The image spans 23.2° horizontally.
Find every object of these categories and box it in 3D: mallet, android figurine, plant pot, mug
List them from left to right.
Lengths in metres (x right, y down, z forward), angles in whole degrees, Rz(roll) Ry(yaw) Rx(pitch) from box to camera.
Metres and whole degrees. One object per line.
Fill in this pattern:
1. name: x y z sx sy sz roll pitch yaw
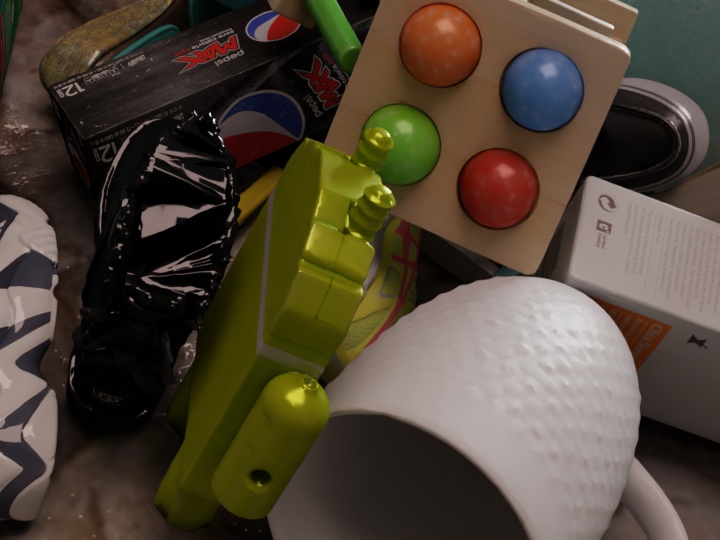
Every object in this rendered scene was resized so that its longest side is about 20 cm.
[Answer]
1. mallet: -0.069 -0.027 1.026 0.065 0.041 0.200 22 45 16
2. android figurine: -0.038 0.023 0.802 0.041 0.201 0.183 23 31 -16
3. mug: 0.078 0.102 0.853 0.200 0.148 0.175 43 42 3
4. plant pot: 0.199 -0.109 1.103 0.200 0.200 0.135 38 81 24

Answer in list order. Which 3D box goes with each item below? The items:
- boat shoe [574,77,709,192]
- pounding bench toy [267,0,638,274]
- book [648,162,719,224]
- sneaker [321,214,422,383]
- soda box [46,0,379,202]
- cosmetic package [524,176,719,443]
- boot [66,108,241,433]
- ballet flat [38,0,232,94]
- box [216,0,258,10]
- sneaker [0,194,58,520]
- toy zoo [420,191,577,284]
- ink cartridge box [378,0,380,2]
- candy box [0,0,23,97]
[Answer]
1. boat shoe: 0.104 -0.080 1.038 0.199 0.071 0.066 12 22 33
2. pounding bench toy: 0.030 -0.107 0.923 0.199 0.125 0.156 24 19 3
3. book: 0.278 -0.024 1.034 0.198 0.133 0.049 8 79 -23
4. sneaker: 0.000 0.000 0.989 0.077 0.091 0.200 -10 22 22
5. soda box: -0.078 -0.106 1.040 0.199 0.064 0.071 -25 42 -14
6. cosmetic package: 0.192 0.035 0.958 0.198 0.102 0.072 19 55 -5
7. boot: -0.098 -0.025 0.880 0.073 0.163 0.200 16 60 -8
8. ballet flat: -0.129 -0.155 1.130 0.070 0.071 0.200 33 44 20
9. box: -0.009 -0.174 1.140 0.199 0.049 0.083 27 36 -22
10. sneaker: -0.222 0.033 0.876 0.128 0.080 0.201 8 51 -21
11. toy zoo: 0.121 -0.013 1.076 0.200 0.021 0.131 38 46 23
12. ink cartridge box: 0.023 -0.198 1.077 0.199 0.048 0.146 39 15 -1
13. candy box: -0.298 -0.155 1.066 0.167 0.077 0.201 7 42 -7
